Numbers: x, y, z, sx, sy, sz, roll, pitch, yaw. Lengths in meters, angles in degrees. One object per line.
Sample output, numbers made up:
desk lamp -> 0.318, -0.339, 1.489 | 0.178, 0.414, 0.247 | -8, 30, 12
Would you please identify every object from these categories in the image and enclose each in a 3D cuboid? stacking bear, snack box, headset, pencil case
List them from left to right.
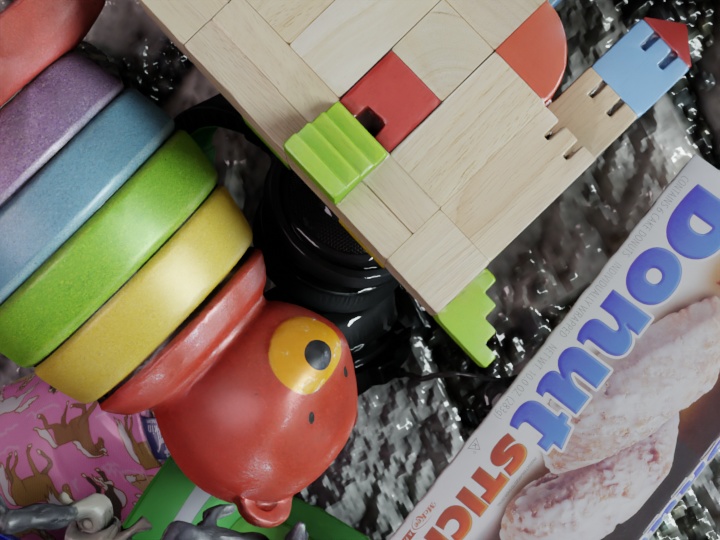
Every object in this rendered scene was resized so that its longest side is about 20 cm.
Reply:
pencil case -> -0.133, 0.089, 0.911 | 0.199, 0.087, 0.083 | -21, 117, 37
stacking bear -> -0.081, 0.002, 0.728 | 0.200, 0.122, 0.114 | 46, 132, -6
headset -> 0.000, 0.000, 0.804 | 0.200, 0.094, 0.124 | 38, 141, 31
snack box -> 0.088, 0.058, 0.719 | 0.072, 0.024, 0.200 | 38, 88, 19

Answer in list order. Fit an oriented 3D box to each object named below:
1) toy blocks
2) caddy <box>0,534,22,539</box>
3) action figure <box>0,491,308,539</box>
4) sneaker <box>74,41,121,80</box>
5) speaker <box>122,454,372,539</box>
toy blocks -> 0.023, -0.086, 0.696 | 0.137, 0.100, 0.200 | -44, 88, -2
caddy -> -0.150, 0.194, 0.814 | 0.200, 0.105, 0.142 | 39, 105, 1
action figure -> -0.093, 0.124, 0.707 | 0.199, 0.102, 0.119 | 24, 128, 8
sneaker -> -0.138, -0.028, 0.867 | 0.200, 0.078, 0.089 | -113, 33, -40
speaker -> -0.007, 0.153, 0.795 | 0.199, 0.088, 0.089 | 32, 118, 3
